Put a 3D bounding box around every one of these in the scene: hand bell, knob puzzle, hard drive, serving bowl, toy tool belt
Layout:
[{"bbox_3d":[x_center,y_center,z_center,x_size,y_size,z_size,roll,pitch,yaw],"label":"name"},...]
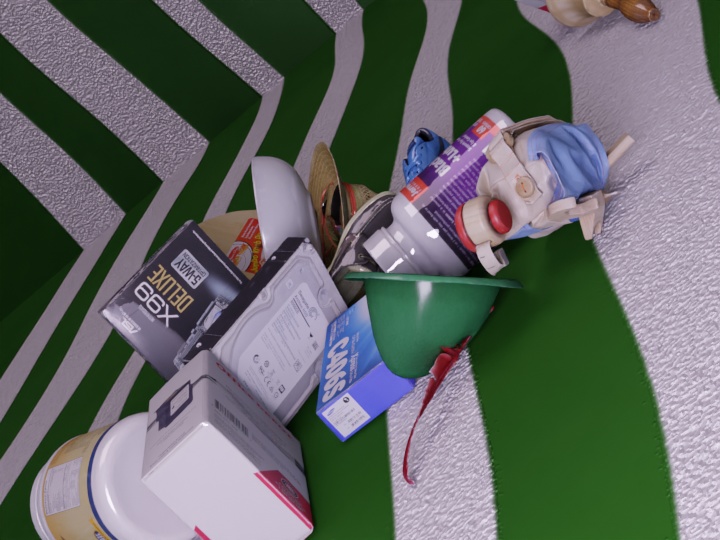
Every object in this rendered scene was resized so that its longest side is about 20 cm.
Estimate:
[{"bbox_3d":[0.320,-0.341,1.648,0.104,0.104,0.200,-42,27,0],"label":"hand bell"},{"bbox_3d":[-0.145,-0.022,1.803,0.220,0.217,0.031,-64,-15,-52],"label":"knob puzzle"},{"bbox_3d":[-0.091,0.079,1.409,0.038,0.141,0.200,2,41,41],"label":"hard drive"},{"bbox_3d":[-0.086,-0.048,1.646,0.065,0.202,0.200,-10,18,0],"label":"serving bowl"},{"bbox_3d":[0.175,-0.082,1.206,0.122,0.126,0.200,-22,7,33],"label":"toy tool belt"}]

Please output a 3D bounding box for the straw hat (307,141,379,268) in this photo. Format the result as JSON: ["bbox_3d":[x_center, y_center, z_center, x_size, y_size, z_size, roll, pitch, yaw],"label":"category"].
[{"bbox_3d":[-0.008,-0.069,1.677,0.084,0.204,0.201,-4,8,-15],"label":"straw hat"}]

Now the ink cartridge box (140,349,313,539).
[{"bbox_3d":[-0.126,0.178,1.235,0.084,0.145,0.200,-42,16,5],"label":"ink cartridge box"}]

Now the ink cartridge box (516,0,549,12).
[{"bbox_3d":[0.305,-0.446,1.797,0.199,0.084,0.144,-33,-22,33],"label":"ink cartridge box"}]

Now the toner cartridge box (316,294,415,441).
[{"bbox_3d":[0.007,0.086,1.339,0.095,0.043,0.200,-37,16,15],"label":"toner cartridge box"}]

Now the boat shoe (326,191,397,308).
[{"bbox_3d":[-0.001,0.000,1.539,0.202,0.072,0.066,-54,28,-5],"label":"boat shoe"}]

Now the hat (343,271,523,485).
[{"bbox_3d":[0.057,0.093,1.216,0.165,0.178,0.199,1,-2,44],"label":"hat"}]

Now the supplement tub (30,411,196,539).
[{"bbox_3d":[-0.259,0.238,1.407,0.199,0.145,0.145,-24,24,50],"label":"supplement tub"}]

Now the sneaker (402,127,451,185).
[{"bbox_3d":[0.074,-0.112,1.631,0.066,0.079,0.201,-31,21,28],"label":"sneaker"}]

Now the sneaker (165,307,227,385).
[{"bbox_3d":[-0.177,0.126,1.440,0.078,0.089,0.202,-10,-52,-49],"label":"sneaker"}]

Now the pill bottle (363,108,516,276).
[{"bbox_3d":[0.102,-0.063,1.368,0.200,0.112,0.111,-42,16,2],"label":"pill bottle"}]

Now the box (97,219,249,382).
[{"bbox_3d":[-0.195,0.064,1.598,0.158,0.200,0.050,-45,12,-13],"label":"box"}]
